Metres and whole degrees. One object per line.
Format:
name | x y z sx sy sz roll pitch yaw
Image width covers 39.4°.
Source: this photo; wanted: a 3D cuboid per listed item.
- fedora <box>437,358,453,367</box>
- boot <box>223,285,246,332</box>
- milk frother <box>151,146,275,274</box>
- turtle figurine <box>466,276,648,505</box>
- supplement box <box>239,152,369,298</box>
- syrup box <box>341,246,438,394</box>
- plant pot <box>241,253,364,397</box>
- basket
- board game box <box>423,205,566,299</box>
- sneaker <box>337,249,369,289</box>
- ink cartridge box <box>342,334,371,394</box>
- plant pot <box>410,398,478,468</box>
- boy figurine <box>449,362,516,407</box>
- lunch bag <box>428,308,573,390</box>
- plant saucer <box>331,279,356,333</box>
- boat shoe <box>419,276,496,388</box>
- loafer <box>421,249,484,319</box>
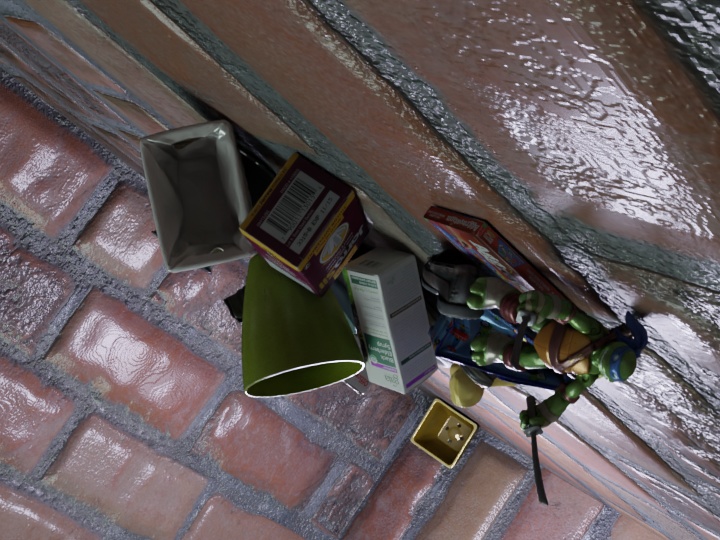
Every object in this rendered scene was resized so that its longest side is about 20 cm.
fedora | 0.096 0.076 1.648 0.177 0.090 0.200 31 175 29
boot | -0.117 0.084 1.640 0.200 0.132 0.070 43 168 4
milk frother | -0.197 -0.075 1.622 0.200 0.188 0.181 35 174 3
turtle figurine | 0.161 0.084 1.003 0.144 0.200 0.194 51 167 -29
supplement box | -0.073 -0.056 1.393 0.103 0.131 0.200 33 174 13
syrup box | 0.046 0.074 1.488 0.079 0.081 0.201 14 125 46
plant pot | -0.105 0.070 1.533 0.187 0.186 0.201 57 -162 -73
basket | -0.228 -0.102 1.467 0.123 0.135 0.201 90 168 -86
board game box | 0.163 0.000 1.111 0.200 0.019 0.103 39 171 -31
sneaker | 0.000 0.000 1.660 0.078 0.079 0.200 43 170 6
ink cartridge box | 0.006 0.108 1.842 0.084 0.200 0.144 30 171 34
plant pot | 0.342 0.629 3.886 0.195 0.195 0.200 32 -178 19
boy figurine | 0.198 0.169 1.593 0.124 0.065 0.200 4 -172 24
lunch bag | 0.200 0.098 1.326 0.199 0.094 0.151 25 -174 -2
plant saucer | -0.069 0.025 1.697 0.201 0.039 0.201 42 168 11
boat shoe | 0.153 0.082 1.512 0.200 0.073 0.074 54 -171 20
loafer | 0.115 0.003 1.198 0.072 0.063 0.200 4 -166 -4
